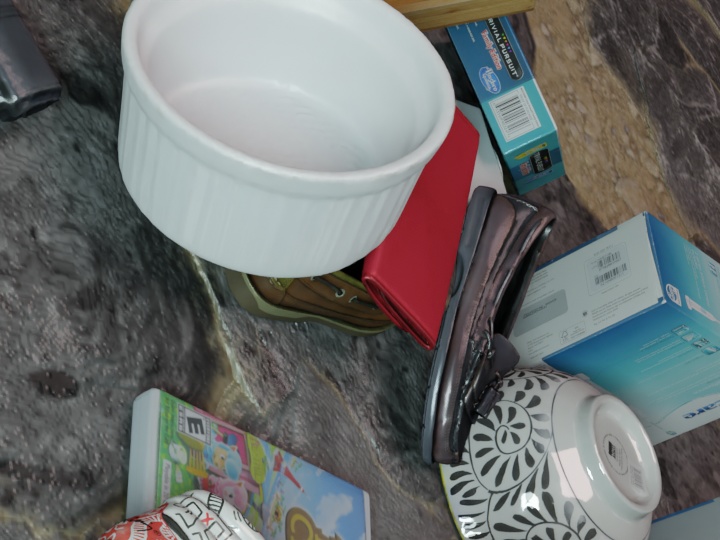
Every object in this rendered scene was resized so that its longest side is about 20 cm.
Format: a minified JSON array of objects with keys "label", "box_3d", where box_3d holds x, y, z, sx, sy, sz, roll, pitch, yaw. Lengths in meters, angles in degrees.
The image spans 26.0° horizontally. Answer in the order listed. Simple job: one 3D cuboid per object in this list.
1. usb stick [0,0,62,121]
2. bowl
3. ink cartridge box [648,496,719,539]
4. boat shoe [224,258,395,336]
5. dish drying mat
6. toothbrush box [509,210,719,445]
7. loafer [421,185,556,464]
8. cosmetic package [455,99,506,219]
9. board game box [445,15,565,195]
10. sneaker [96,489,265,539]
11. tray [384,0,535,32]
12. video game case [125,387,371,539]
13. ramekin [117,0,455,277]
[{"label":"usb stick","box_3d":[-0.233,-0.175,0.875,0.201,0.032,0.055,60,33,-1]},{"label":"bowl","box_3d":[0.152,0.147,1.112,0.200,0.094,0.202,33,43,-36]},{"label":"ink cartridge box","box_3d":[0.294,0.287,1.147,0.201,0.146,0.146,57,32,-11]},{"label":"boat shoe","box_3d":[0.000,0.000,1.033,0.199,0.068,0.072,-4,69,-55]},{"label":"dish drying mat","box_3d":[0.041,-0.044,1.044,0.077,0.018,0.201,47,40,-31]},{"label":"toothbrush box","box_3d":[0.229,0.053,1.241,0.199,0.146,0.086,29,45,-39]},{"label":"loafer","box_3d":[0.088,0.038,1.067,0.072,0.062,0.202,72,29,-69]},{"label":"cosmetic package","box_3d":[0.020,-0.080,1.121,0.199,0.074,0.102,15,54,-52]},{"label":"board game box","box_3d":[0.112,-0.152,1.249,0.200,0.047,0.152,31,36,-79]},{"label":"sneaker","box_3d":[-0.058,0.204,0.759,0.202,0.067,0.108,59,35,0]},{"label":"tray","box_3d":[0.020,-0.220,1.134,0.037,0.198,0.099,89,-12,-68]},{"label":"video game case","box_3d":[-0.057,0.185,0.857,0.182,0.022,0.201,32,42,-38]},{"label":"ramekin","box_3d":[-0.051,-0.089,0.935,0.199,0.098,0.201,11,44,-11]}]
